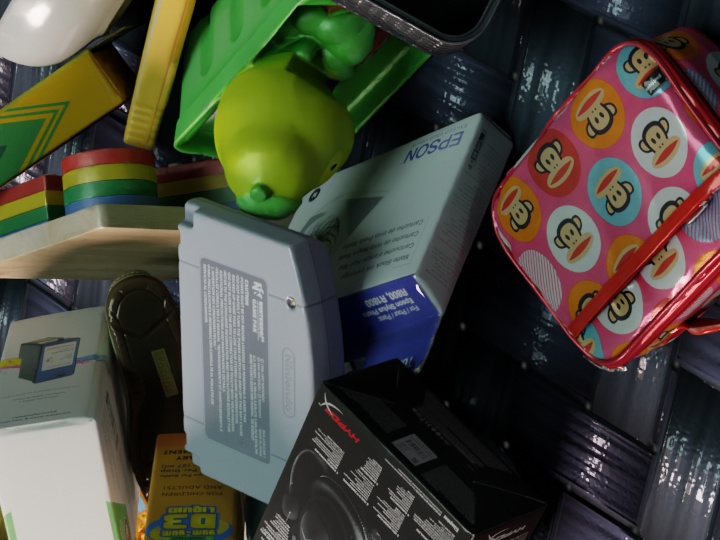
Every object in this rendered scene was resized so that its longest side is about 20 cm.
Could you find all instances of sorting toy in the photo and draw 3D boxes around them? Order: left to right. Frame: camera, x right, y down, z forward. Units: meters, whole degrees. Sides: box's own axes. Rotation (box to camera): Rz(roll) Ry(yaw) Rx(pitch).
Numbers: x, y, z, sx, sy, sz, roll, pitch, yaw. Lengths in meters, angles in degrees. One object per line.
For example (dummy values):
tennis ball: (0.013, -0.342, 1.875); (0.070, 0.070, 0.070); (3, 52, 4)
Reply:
sorting toy: (-0.172, -0.044, 1.807); (0.199, 0.200, 0.070); (-15, 77, 48)

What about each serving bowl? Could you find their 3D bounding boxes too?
serving bowl: (-0.197, -0.230, 1.803); (0.066, 0.200, 0.200); (35, 131, -5)

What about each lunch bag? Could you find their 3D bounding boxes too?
lunch bag: (0.188, -0.035, 1.506); (0.176, 0.082, 0.200); (56, 135, 18)

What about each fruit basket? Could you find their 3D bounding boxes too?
fruit basket: (-0.038, -0.121, 1.669); (0.216, 0.155, 0.216); (-11, 77, 54)

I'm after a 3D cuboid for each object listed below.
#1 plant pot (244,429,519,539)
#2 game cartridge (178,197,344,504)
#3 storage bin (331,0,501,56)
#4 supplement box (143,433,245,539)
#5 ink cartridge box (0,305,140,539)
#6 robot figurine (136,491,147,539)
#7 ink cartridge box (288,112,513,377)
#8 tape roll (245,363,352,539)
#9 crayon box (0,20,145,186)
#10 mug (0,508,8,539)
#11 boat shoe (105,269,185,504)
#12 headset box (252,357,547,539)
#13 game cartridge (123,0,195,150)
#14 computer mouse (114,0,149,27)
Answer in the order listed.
plant pot: (0.034, 0.180, 1.676); (0.200, 0.134, 0.200); (12, 107, 46)
game cartridge: (-0.067, 0.060, 1.616); (0.133, 0.040, 0.200); (23, 121, 43)
storage bin: (0.011, -0.240, 1.536); (0.200, 0.094, 0.135); (29, 89, -3)
supplement box: (-0.115, 0.190, 1.664); (0.200, 0.067, 0.069); (-93, 1, -61)
ink cartridge box: (-0.218, 0.134, 1.789); (0.200, 0.087, 0.145); (-91, -7, -67)
robot figurine: (-0.204, 0.199, 1.996); (0.200, 0.058, 0.145); (57, 133, 22)
ink cartridge box: (0.000, 0.000, 1.650); (0.200, 0.041, 0.200); (-21, 39, 47)
tape roll: (-0.084, 0.124, 1.839); (0.202, 0.071, 0.202); (12, 107, 45)
crayon box: (-0.244, -0.119, 1.860); (0.200, 0.127, 0.051); (-34, 96, 7)
mug: (-0.337, 0.279, 2.130); (0.149, 0.187, 0.153); (20, 128, 8)
boat shoe: (-0.149, 0.094, 1.813); (0.076, 0.072, 0.200); (-137, 38, -75)
headset box: (0.013, 0.183, 1.538); (0.149, 0.077, 0.200); (43, 129, 29)
game cartridge: (-0.136, -0.208, 1.776); (0.176, 0.032, 0.200); (-87, 12, -59)
computer mouse: (-0.221, -0.286, 1.926); (0.059, 0.034, 0.200); (-38, 70, 46)
